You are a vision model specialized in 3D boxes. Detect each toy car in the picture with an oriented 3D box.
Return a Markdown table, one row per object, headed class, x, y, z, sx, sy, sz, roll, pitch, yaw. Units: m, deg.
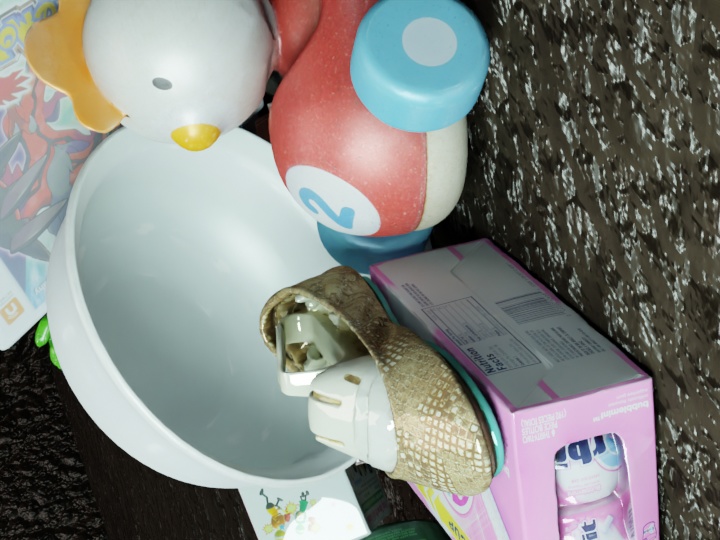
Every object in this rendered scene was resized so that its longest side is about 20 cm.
| class | x | y | z | sx | sy | sz | roll | pitch | yaw |
| --- | --- | --- | --- | --- | --- | --- | --- | --- | --- |
| toy car | -0.059 | -0.094 | 0.928 | 0.185 | 0.199 | 0.178 | 105 | 156 | -64 |

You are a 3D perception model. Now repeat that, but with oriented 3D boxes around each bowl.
| class | x | y | z | sx | sy | sz | roll | pitch | yaw |
| --- | --- | --- | --- | --- | --- | --- | --- | --- | --- |
| bowl | -0.085 | 0.029 | 0.979 | 0.090 | 0.200 | 0.202 | -35 | 66 | 40 |

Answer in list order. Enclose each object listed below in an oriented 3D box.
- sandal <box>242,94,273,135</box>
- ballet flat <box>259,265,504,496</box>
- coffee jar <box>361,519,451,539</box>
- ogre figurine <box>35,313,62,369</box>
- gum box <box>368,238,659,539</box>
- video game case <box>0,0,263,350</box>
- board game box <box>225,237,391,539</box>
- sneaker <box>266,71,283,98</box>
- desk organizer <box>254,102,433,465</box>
| class | x | y | z | sx | sy | sz | roll | pitch | yaw |
| --- | --- | --- | --- | --- | --- | --- | --- | --- | --- |
| sandal | -0.055 | -0.056 | 1.169 | 0.201 | 0.043 | 0.076 | 64 | -166 | -5 |
| ballet flat | 0.000 | 0.053 | 0.869 | 0.200 | 0.065 | 0.071 | -140 | 42 | -66 |
| coffee jar | 0.049 | 0.240 | 1.099 | 0.200 | 0.085 | 0.105 | -124 | 24 | -52 |
| ogre figurine | -0.165 | -0.047 | 1.104 | 0.200 | 0.098 | 0.120 | 63 | -160 | -46 |
| gum box | 0.070 | 0.074 | 0.886 | 0.200 | 0.066 | 0.114 | -133 | 33 | -64 |
| video game case | -0.153 | -0.087 | 0.968 | 0.023 | 0.200 | 0.183 | 26 | 154 | 42 |
| board game box | -0.052 | 0.066 | 1.123 | 0.148 | 0.064 | 0.201 | 26 | -140 | -84 |
| sneaker | -0.059 | -0.184 | 1.174 | 0.079 | 0.075 | 0.201 | 52 | -164 | -67 |
| desk organizer | 0.000 | 0.000 | 1.085 | 0.077 | 0.071 | 0.201 | 174 | 82 | -78 |
